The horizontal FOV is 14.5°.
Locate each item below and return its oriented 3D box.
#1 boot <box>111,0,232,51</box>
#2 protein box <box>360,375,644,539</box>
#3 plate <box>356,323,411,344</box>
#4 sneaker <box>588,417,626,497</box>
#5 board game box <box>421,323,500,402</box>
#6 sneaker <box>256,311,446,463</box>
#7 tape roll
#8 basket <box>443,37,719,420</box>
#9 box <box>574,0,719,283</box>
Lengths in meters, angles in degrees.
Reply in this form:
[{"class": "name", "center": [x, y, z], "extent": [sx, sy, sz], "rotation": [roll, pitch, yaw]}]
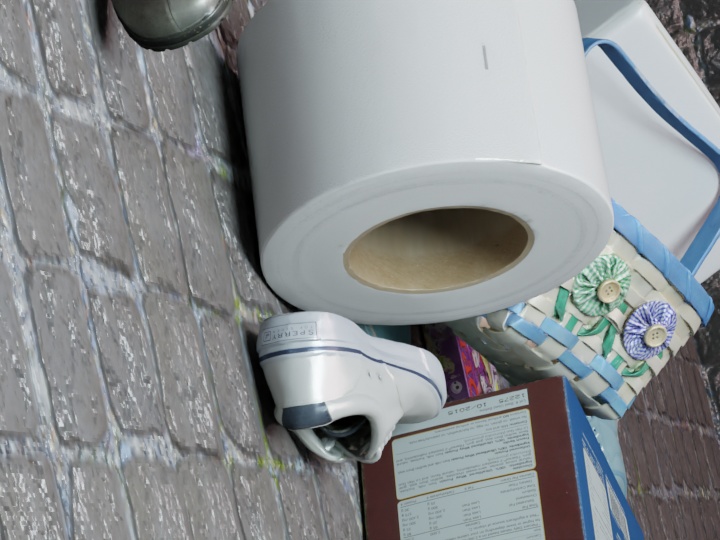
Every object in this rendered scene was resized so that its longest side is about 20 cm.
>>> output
[{"class": "boot", "center": [-0.126, -0.212, 1.399], "extent": [0.131, 0.068, 0.200], "rotation": [53, 18, -50]}, {"class": "protein box", "center": [0.097, 0.210, 1.712], "extent": [0.199, 0.135, 0.200], "rotation": [60, 20, -50]}, {"class": "plate", "center": [0.000, 0.000, 1.773], "extent": [0.200, 0.026, 0.201], "rotation": [-14, 90, -76]}, {"class": "sneaker", "center": [0.180, 0.144, 2.284], "extent": [0.082, 0.074, 0.200], "rotation": [-96, 164, -45]}, {"class": "board game box", "center": [0.062, 0.017, 2.021], "extent": [0.120, 0.032, 0.200], "rotation": [7, 69, -72]}, {"class": "sneaker", "center": [-0.007, 0.075, 1.590], "extent": [0.200, 0.073, 0.071], "rotation": [24, 61, -63]}, {"class": "tape roll", "center": [0.035, -0.072, 1.605], "extent": [0.203, 0.202, 0.139], "rotation": [52, 28, -61]}, {"class": "basket", "center": [0.147, -0.020, 1.747], "extent": [0.176, 0.139, 0.200], "rotation": [38, 71, -36]}, {"class": "box", "center": [0.138, -0.079, 1.888], "extent": [0.200, 0.199, 0.171], "rotation": [50, 6, -26]}]
